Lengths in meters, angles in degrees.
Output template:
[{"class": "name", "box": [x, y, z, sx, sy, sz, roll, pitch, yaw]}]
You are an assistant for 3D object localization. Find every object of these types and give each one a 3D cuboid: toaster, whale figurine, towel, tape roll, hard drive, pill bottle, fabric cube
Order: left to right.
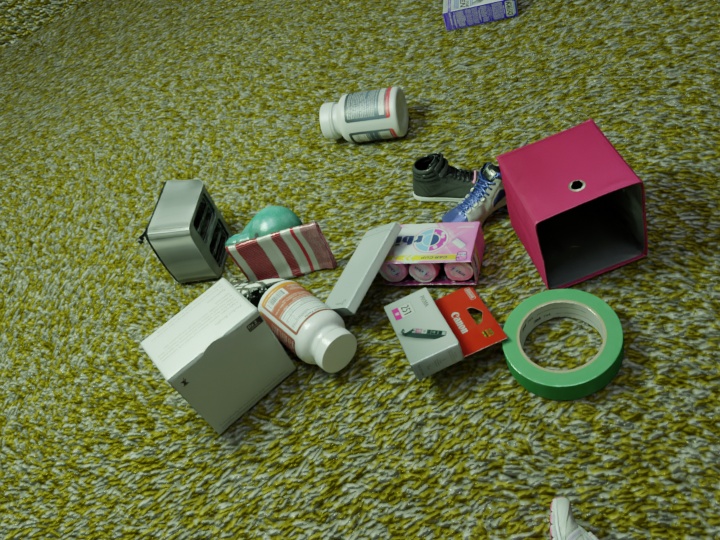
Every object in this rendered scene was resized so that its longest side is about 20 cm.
[{"class": "toaster", "box": [-0.389, -0.084, 1.606, 0.118, 0.181, 0.200, -6, 49, 16]}, {"class": "whale figurine", "box": [-0.215, -0.086, 1.568, 0.200, 0.104, 0.159, -4, 7, 42]}, {"class": "towel", "box": [-0.163, -0.029, 1.492, 0.199, 0.144, 0.023, -15, 51, 9]}, {"class": "pill bottle", "box": [-0.101, 0.110, 1.370, 0.112, 0.112, 0.200, -42, 49, -16]}, {"class": "hard drive", "box": [0.000, 0.000, 1.416, 0.200, 0.027, 0.132, -61, 19, -18]}, {"class": "pill bottle", "box": [0.008, -0.378, 1.740, 0.199, 0.120, 0.120, -3, 50, 19]}, {"class": "tape roll", "box": [0.346, 0.123, 1.220, 0.200, 0.048, 0.201, -12, 48, 13]}, {"class": "fabric cube", "box": [0.388, -0.120, 1.307, 0.196, 0.200, 0.200, -21, 45, 5]}]

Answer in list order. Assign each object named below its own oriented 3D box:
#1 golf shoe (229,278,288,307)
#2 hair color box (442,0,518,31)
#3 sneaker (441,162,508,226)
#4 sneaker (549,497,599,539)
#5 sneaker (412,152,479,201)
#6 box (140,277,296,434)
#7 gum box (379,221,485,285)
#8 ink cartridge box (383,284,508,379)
[{"class": "golf shoe", "box": [-0.241, 0.045, 1.507, 0.200, 0.078, 0.095, -19, 46, 4]}, {"class": "hair color box", "box": [0.330, -0.734, 1.955, 0.199, 0.065, 0.110, -6, 49, 15]}, {"class": "sneaker", "box": [0.250, -0.158, 1.455, 0.199, 0.115, 0.081, -28, 45, -3]}, {"class": "sneaker", "box": [0.318, 0.406, 0.972, 0.088, 0.081, 0.200, -18, 55, 5]}, {"class": "sneaker", "box": [0.201, -0.204, 1.526, 0.199, 0.099, 0.071, -2, 49, 19]}, {"class": "box", "box": [-0.261, 0.161, 1.331, 0.199, 0.200, 0.131, -39, 46, -14]}, {"class": "gum box", "box": [0.139, -0.034, 1.418, 0.199, 0.066, 0.114, -1, 45, 23]}, {"class": "ink cartridge box", "box": [0.149, 0.094, 1.294, 0.173, 0.044, 0.200, -26, 30, 1]}]
